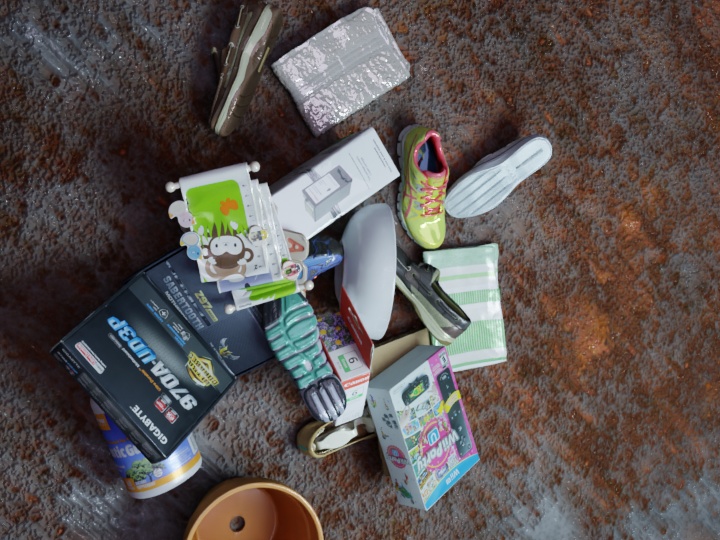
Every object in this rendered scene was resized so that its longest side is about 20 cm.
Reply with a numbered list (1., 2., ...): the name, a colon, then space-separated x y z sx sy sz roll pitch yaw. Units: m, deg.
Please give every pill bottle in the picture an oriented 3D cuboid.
1. pill bottle: -0.307 0.201 1.110 0.111 0.112 0.202 -24 100 -18

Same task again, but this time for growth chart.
1. growth chart: -0.163 -0.042 1.048 0.143 0.018 0.202 -22 103 1

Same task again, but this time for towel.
1. towel: -0.025 -0.311 1.234 0.199 0.034 0.133 -36 103 -15
2. towel: 0.176 0.062 1.320 0.151 0.023 0.203 -7 94 -29

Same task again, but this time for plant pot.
1. plant pot: -0.168 0.388 1.156 0.198 0.140 0.203 -1 93 -21

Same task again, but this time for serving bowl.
1. serving bowl: 0.000 0.000 1.174 0.065 0.200 0.203 3 91 -11

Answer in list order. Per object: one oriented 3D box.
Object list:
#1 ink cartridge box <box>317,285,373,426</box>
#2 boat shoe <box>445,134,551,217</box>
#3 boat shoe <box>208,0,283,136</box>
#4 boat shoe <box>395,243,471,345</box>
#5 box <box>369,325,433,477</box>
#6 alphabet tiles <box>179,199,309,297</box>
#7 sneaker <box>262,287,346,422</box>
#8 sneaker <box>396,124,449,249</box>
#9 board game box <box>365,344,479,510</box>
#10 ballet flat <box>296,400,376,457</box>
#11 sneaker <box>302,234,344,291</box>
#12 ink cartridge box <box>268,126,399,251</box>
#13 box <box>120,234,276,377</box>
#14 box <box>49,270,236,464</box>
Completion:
1. ink cartridge box: -0.031 0.127 1.153 0.050 0.201 0.110 -18 56 -18
2. boat shoe: 0.224 -0.155 1.318 0.199 0.067 0.074 -30 108 5
3. boat shoe: -0.184 -0.299 1.165 0.074 0.075 0.204 23 85 4
4. boat shoe: 0.100 0.020 1.248 0.066 0.072 0.202 -38 82 19
5. box: 0.079 0.202 1.272 0.162 0.021 0.203 -17 99 -43
6. alphabet tiles: -0.166 -0.014 1.112 0.193 0.015 0.202 14 119 13
7. sneaker: -0.086 0.115 1.109 0.074 0.088 0.202 -22 88 -12
8. sneaker: 0.104 -0.131 1.260 0.077 0.090 0.203 -13 98 -21
9. board game box: 0.096 0.237 1.227 0.147 0.064 0.202 -30 109 -41
10. ballet flat: -0.003 0.245 1.252 0.198 0.063 0.069 -23 100 -18
11. sneaker: -0.102 0.014 1.168 0.199 0.076 0.079 -26 116 26
12. ink cartridge box: -0.063 -0.116 1.170 0.199 0.146 0.085 -36 104 -14
13. box: -0.219 0.060 1.125 0.157 0.051 0.201 -26 105 22
14. box: -0.280 0.125 1.049 0.201 0.046 0.159 51 45 -9
